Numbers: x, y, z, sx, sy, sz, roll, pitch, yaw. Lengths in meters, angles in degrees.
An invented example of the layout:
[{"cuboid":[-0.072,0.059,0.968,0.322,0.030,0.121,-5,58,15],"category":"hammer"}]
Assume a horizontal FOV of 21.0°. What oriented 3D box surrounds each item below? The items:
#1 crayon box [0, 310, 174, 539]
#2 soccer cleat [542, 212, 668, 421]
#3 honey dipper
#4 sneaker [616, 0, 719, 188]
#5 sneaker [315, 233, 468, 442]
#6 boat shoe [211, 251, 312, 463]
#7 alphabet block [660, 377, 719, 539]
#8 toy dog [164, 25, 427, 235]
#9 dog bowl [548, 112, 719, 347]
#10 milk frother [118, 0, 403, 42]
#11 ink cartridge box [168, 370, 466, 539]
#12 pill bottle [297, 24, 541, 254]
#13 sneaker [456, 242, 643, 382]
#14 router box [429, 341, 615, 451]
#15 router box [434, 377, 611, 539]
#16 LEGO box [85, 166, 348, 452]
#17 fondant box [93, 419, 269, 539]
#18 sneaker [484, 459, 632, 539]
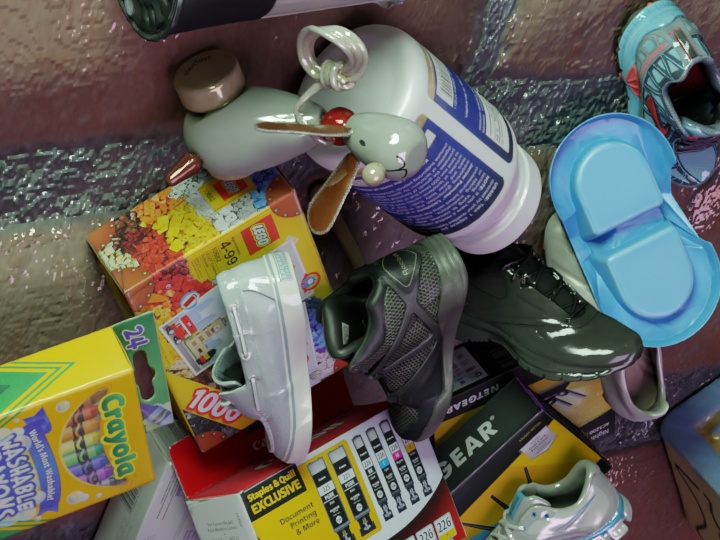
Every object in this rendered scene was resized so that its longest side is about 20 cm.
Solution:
[{"cuboid":[-0.226,0.119,1.396,0.199,0.052,0.126,-21,137,-15],"category":"crayon box"},{"cuboid":[0.220,0.038,1.688,0.069,0.077,0.201,-26,102,-18],"category":"soccer cleat"},{"cuboid":[0.000,0.000,1.578,0.038,0.038,0.200,-35,136,-5],"category":"honey dipper"},{"cuboid":[0.269,-0.127,1.620,0.079,0.096,0.201,-34,138,-6],"category":"sneaker"},{"cuboid":[0.017,0.063,1.505,0.113,0.076,0.200,-15,140,-18],"category":"sneaker"},{"cuboid":[-0.077,0.069,1.446,0.071,0.070,0.202,-10,133,-7],"category":"boat shoe"},{"cuboid":[0.446,0.215,1.977,0.196,0.196,0.201,-32,139,-6],"category":"alphabet block"},{"cuboid":[-0.061,-0.085,1.347,0.132,0.199,0.097,51,56,-27],"category":"toy dog"},{"cuboid":[0.225,-0.034,1.626,0.111,0.050,0.201,-25,96,-7],"category":"dog bowl"},{"cuboid":[-0.039,-0.225,1.231,0.187,0.200,0.182,-13,128,-28],"category":"milk frother"},{"cuboid":[-0.034,0.182,1.573,0.199,0.084,0.177,-27,98,-39],"category":"ink cartridge box"},{"cuboid":[0.049,-0.093,1.472,0.116,0.116,0.200,-47,138,8],"category":"pill bottle"},{"cuboid":[0.140,0.027,1.595,0.076,0.199,0.091,-37,140,-52],"category":"sneaker"},{"cuboid":[0.140,0.123,1.774,0.199,0.052,0.158,-24,136,-18],"category":"router box"},{"cuboid":[0.112,0.203,1.740,0.200,0.051,0.149,-44,139,7],"category":"router box"},{"cuboid":[-0.103,0.022,1.486,0.148,0.077,0.201,-31,138,-10],"category":"LEGO box"},{"cuboid":[-0.114,0.199,1.647,0.199,0.058,0.145,4,122,-38],"category":"fondant box"},{"cuboid":[0.139,0.234,1.707,0.199,0.075,0.087,-36,125,-5],"category":"sneaker"}]
